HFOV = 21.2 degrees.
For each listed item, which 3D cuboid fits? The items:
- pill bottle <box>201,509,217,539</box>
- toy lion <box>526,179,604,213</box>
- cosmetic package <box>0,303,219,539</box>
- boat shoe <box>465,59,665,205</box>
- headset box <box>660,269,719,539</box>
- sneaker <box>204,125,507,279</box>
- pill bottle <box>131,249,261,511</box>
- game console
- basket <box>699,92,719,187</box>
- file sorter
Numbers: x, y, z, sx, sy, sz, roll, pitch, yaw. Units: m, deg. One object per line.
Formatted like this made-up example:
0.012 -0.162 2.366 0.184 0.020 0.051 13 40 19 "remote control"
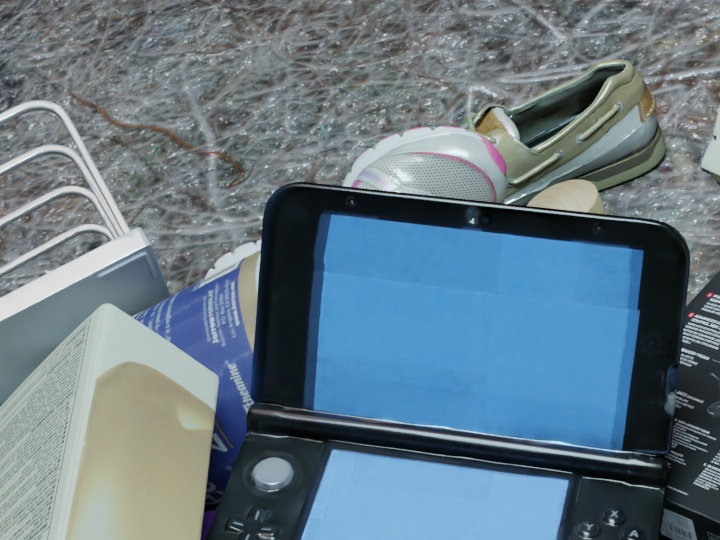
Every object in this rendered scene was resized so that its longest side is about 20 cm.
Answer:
-0.028 0.163 0.921 0.198 0.112 0.112 -12 37 13 "pill bottle"
0.036 0.039 1.100 0.190 0.069 0.201 -4 39 35 "toy lion"
-0.124 0.122 0.835 0.105 0.071 0.201 -41 27 30 "cosmetic package"
0.090 -0.071 1.197 0.198 0.069 0.075 -25 36 -4 "boat shoe"
0.215 0.072 0.943 0.148 0.078 0.200 20 52 42 "headset box"
0.000 0.000 1.069 0.199 0.081 0.088 -36 26 15 "sneaker"
-0.094 0.074 0.991 0.199 0.111 0.111 -27 33 19 "pill bottle"
0.035 0.066 0.840 0.198 0.119 0.171 6 40 12 "game console"
0.297 -0.064 1.016 0.176 0.199 0.140 30 104 48 "basket"
-0.185 0.020 1.081 0.138 0.200 0.125 -28 63 -8 "file sorter"
